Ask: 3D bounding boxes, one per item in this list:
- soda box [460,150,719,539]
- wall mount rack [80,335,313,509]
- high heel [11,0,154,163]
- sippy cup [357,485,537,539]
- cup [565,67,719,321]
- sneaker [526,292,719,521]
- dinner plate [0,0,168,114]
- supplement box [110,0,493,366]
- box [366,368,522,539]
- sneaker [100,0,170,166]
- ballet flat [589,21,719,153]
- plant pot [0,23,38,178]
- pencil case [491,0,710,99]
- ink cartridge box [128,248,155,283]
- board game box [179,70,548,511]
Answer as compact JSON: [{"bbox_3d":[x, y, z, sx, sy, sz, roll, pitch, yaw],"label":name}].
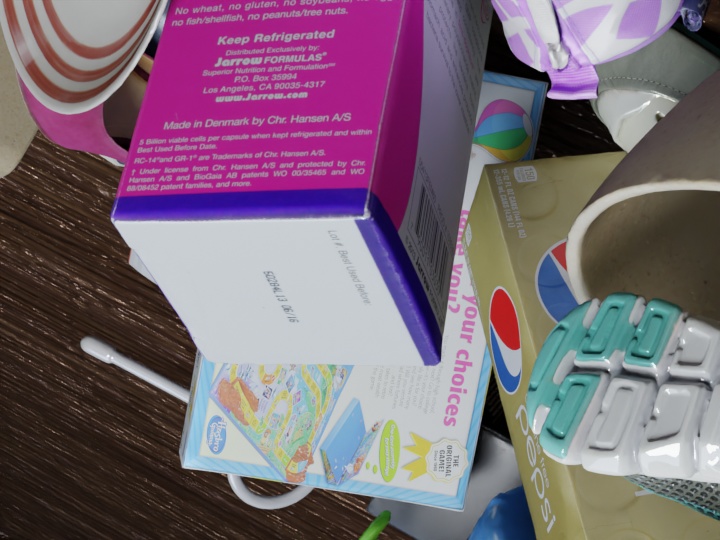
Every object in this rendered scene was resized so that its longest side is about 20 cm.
[{"bbox_3d":[0.098,0.052,0.734,0.067,0.201,0.064,-6,150,-12],"label":"soda box"},{"bbox_3d":[-0.052,0.028,1.028,0.173,0.201,0.075,22,-171,-29],"label":"wall mount rack"},{"bbox_3d":[-0.087,-0.076,0.858,0.096,0.068,0.200,3,162,22],"label":"high heel"},{"bbox_3d":[0.082,0.170,0.789,0.177,0.140,0.131,9,121,-16],"label":"sippy cup"},{"bbox_3d":[0.193,-0.021,0.628,0.200,0.144,0.201,28,158,12],"label":"cup"},{"bbox_3d":[0.156,0.059,0.585,0.199,0.078,0.091,18,171,40],"label":"sneaker"},{"bbox_3d":[-0.104,-0.163,0.717,0.024,0.202,0.200,1,176,-32],"label":"dinner plate"},{"bbox_3d":[-0.013,-0.075,0.693,0.103,0.201,0.101,0,147,19],"label":"supplement box"},{"bbox_3d":[0.105,0.097,0.944,0.141,0.079,0.200,26,-160,12],"label":"box"},{"bbox_3d":[-0.095,-0.096,0.962,0.084,0.075,0.200,25,162,2],"label":"sneaker"},{"bbox_3d":[0.155,-0.044,0.738,0.199,0.064,0.067,31,159,4],"label":"ballet flat"},{"bbox_3d":[-0.238,-0.141,0.909,0.177,0.201,0.199,33,160,-21],"label":"plant pot"},{"bbox_3d":[0.045,-0.153,0.626,0.084,0.086,0.200,4,145,44],"label":"pencil case"},{"bbox_3d":[-0.056,0.016,1.180,0.199,0.050,0.109,33,159,1],"label":"ink cartridge box"},{"bbox_3d":[0.000,0.000,0.816,0.134,0.201,0.034,10,-175,-9],"label":"board game box"}]
